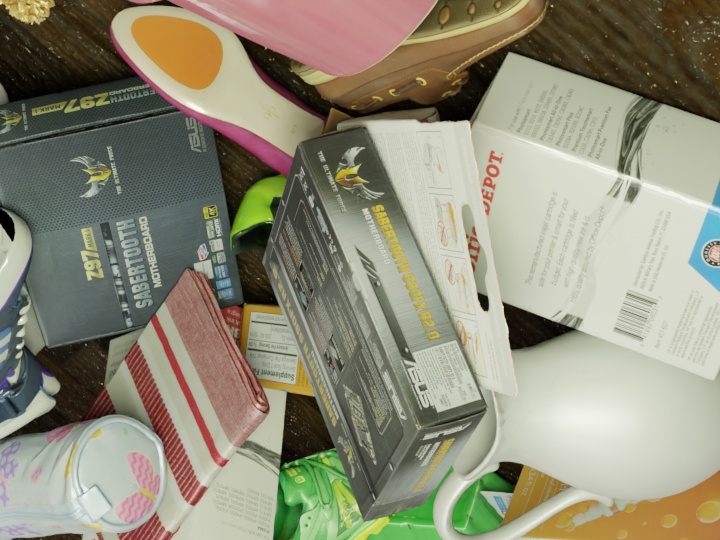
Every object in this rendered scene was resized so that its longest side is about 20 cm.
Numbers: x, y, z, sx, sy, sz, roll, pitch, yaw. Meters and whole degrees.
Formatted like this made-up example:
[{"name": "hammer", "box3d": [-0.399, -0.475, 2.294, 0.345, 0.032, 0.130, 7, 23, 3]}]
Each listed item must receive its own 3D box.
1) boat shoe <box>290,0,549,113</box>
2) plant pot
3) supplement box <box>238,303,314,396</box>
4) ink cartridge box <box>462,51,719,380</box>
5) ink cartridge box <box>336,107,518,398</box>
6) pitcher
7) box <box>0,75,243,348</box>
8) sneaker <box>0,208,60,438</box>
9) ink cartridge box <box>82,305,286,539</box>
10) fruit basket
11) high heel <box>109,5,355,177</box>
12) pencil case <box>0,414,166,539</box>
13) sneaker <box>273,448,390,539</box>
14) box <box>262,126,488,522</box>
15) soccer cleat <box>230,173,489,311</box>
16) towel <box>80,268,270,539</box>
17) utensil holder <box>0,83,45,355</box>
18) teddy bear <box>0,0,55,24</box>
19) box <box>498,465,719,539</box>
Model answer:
[{"name": "boat shoe", "box3d": [0.044, -0.144, 1.031, 0.199, 0.072, 0.068, -12, 135, 46]}, {"name": "plant pot", "box3d": [-0.045, -0.210, 0.932, 0.178, 0.202, 0.199, 35, 141, -31]}, {"name": "supplement box", "box3d": [-0.010, 0.062, 1.205, 0.066, 0.070, 0.199, 9, 179, -37]}, {"name": "ink cartridge box", "box3d": [0.160, -0.035, 1.061, 0.198, 0.085, 0.147, 21, 139, 9]}, {"name": "ink cartridge box", "box3d": [0.054, -0.017, 1.007, 0.200, 0.050, 0.163, 8, 112, 66]}, {"name": "pitcher", "box3d": [0.150, 0.116, 1.137, 0.198, 0.121, 0.173, 3, 115, -20]}, {"name": "box", "box3d": [-0.175, -0.043, 1.205, 0.156, 0.051, 0.201, -12, 133, -7]}, {"name": "sneaker", "box3d": [-0.263, 0.047, 1.207, 0.200, 0.081, 0.146, -51, 145, 16]}, {"name": "ink cartridge box", "box3d": [-0.137, 0.142, 1.303, 0.146, 0.202, 0.083, -20, 145, 40]}, {"name": "fruit basket", "box3d": [0.082, 0.231, 1.389, 0.183, 0.095, 0.200, -1, 147, 30]}, {"name": "high heel", "box3d": [-0.083, -0.112, 1.129, 0.198, 0.068, 0.096, 22, 163, -8]}, {"name": "pencil case", "box3d": [-0.231, 0.158, 1.224, 0.199, 0.090, 0.084, -14, 98, 43]}, {"name": "sneaker", "box3d": [-0.022, 0.172, 1.292, 0.083, 0.201, 0.074, 40, 174, -27]}, {"name": "box", "box3d": [0.003, 0.037, 1.044, 0.048, 0.202, 0.159, -15, 156, -19]}, {"name": "soccer cleat", "box3d": [0.000, 0.000, 1.186, 0.198, 0.081, 0.068, 25, 139, 4]}, {"name": "towel", "box3d": [-0.146, 0.118, 1.224, 0.023, 0.145, 0.201, 12, 126, -41]}, {"name": "utensil holder", "box3d": [-0.324, -0.031, 1.267, 0.168, 0.171, 0.201, 10, 138, 19]}, {"name": "teddy bear", "box3d": [-0.238, -0.231, 1.094, 0.198, 0.067, 0.146, 18, 135, 10]}, {"name": "box", "box3d": [0.219, 0.185, 1.220, 0.198, 0.125, 0.098, -2, 131, 29]}]
